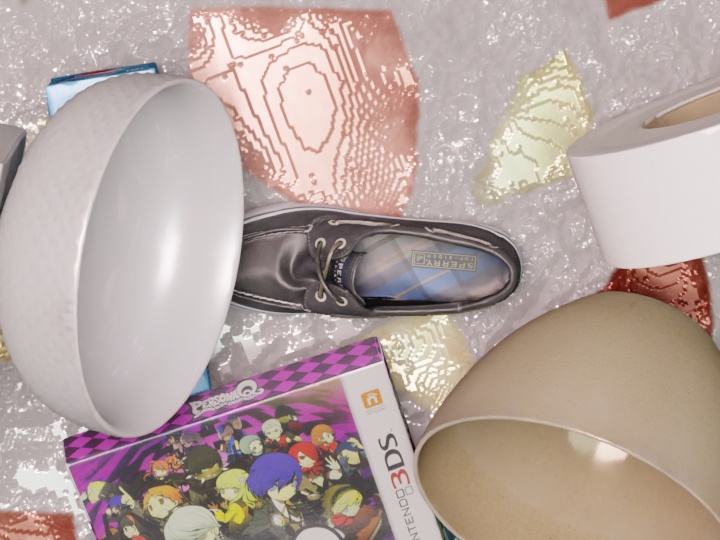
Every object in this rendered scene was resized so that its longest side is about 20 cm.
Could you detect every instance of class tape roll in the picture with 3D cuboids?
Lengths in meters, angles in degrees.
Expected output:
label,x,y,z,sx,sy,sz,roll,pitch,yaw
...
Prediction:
label,x,y,z,sx,sy,sz,roll,pitch,yaw
tape roll,0.222,-0.068,1.488,0.202,0.202,0.071,-21,99,1

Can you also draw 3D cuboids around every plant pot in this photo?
label,x,y,z,sx,sy,sz,roll,pitch,yaw
plant pot,0.148,0.092,1.529,0.200,0.200,0.135,29,60,-6

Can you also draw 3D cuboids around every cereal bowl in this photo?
label,x,y,z,sx,sy,sz,roll,pitch,yaw
cereal bowl,-0.143,-0.013,1.433,0.083,0.200,0.201,10,98,21

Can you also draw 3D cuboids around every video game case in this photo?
label,x,y,z,sx,sy,sz,roll,pitch,yaw
video game case,-0.057,0.149,1.563,0.199,0.036,0.182,-18,119,0

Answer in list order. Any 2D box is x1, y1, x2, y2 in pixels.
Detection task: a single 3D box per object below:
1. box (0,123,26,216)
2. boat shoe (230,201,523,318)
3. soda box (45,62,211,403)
label,x,y,z,sx,sy,sz,roll,pitch,yaw
box,-0.276,0.011,1.483,0.130,0.200,0.200,11,98,-5
boat shoe,0.000,0.000,1.557,0.199,0.066,0.070,5,98,-3
soda box,-0.137,-0.020,1.550,0.068,0.064,0.201,-10,99,-2
